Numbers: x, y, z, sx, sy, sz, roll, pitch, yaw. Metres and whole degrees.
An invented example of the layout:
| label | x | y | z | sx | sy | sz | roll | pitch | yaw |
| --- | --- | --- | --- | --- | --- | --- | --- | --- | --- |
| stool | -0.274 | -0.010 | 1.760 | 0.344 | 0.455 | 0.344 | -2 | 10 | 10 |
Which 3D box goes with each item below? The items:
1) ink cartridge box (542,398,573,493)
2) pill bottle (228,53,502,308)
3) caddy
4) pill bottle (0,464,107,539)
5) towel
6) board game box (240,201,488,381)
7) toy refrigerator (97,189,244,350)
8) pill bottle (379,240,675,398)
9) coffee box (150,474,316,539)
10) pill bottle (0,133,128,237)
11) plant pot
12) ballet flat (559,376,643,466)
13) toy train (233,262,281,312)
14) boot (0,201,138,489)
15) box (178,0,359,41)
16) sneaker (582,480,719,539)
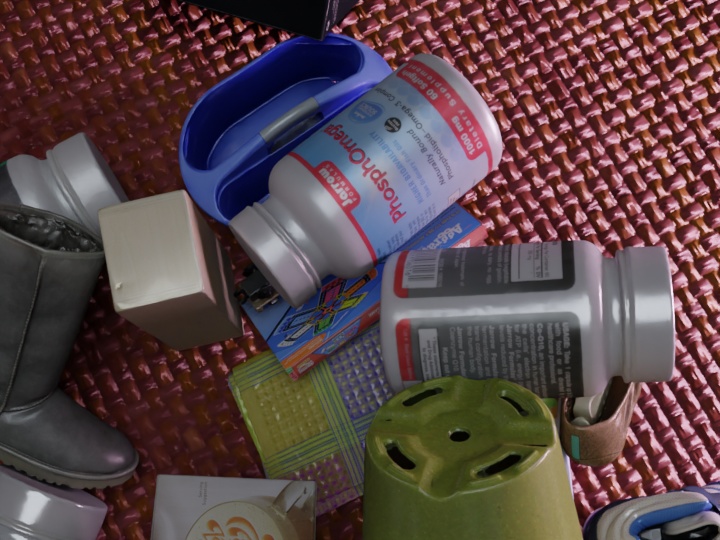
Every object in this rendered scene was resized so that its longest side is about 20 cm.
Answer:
| label | x | y | z | sx | sy | sz | roll | pitch | yaw |
| --- | --- | --- | --- | --- | --- | --- | --- | --- | --- |
| ink cartridge box | 0.108 | 0.101 | 0.790 | 0.119 | 0.042 | 0.201 | -3 | 76 | 0 |
| pill bottle | 0.003 | -0.065 | 0.714 | 0.200 | 0.109 | 0.109 | -39 | 80 | -9 |
| caddy | -0.057 | -0.113 | 0.804 | 0.200 | 0.105 | 0.142 | -35 | 80 | -7 |
| pill bottle | -0.280 | 0.261 | 0.723 | 0.113 | 0.113 | 0.201 | 21 | 79 | 6 |
| towel | -0.005 | 0.109 | 0.775 | 0.199 | 0.023 | 0.144 | -27 | 73 | 8 |
| board game box | 0.000 | 0.000 | 0.795 | 0.200 | 0.019 | 0.103 | -36 | 42 | -6 |
| toy refrigerator | -0.143 | 0.008 | 0.731 | 0.070 | 0.200 | 0.076 | -13 | 78 | -1 |
| pill bottle | 0.121 | 0.037 | 0.687 | 0.199 | 0.114 | 0.115 | -3 | 77 | 13 |
| coffee box | -0.089 | 0.248 | 0.632 | 0.114 | 0.080 | 0.201 | 4 | 59 | -6 |
| pill bottle | -0.292 | -0.023 | 0.778 | 0.199 | 0.113 | 0.113 | -31 | 79 | -6 |
| plant pot | 0.075 | 0.181 | 0.637 | 0.199 | 0.200 | 0.191 | -8 | 118 | -1 |
| ballet flat | 0.203 | 0.058 | 0.760 | 0.068 | 0.072 | 0.201 | 12 | 65 | 33 |
| toy train | -0.019 | -0.030 | 0.787 | 0.200 | 0.046 | 0.034 | -35 | 69 | -8 |
| boot | -0.232 | 0.061 | 0.727 | 0.181 | 0.073 | 0.201 | 20 | 107 | -19 |
| box | -0.103 | -0.279 | 0.820 | 0.199 | 0.141 | 0.079 | 17 | 119 | 4 |
| sneaker | 0.272 | 0.201 | 0.708 | 0.199 | 0.147 | 0.081 | -5 | 77 | 0 |
